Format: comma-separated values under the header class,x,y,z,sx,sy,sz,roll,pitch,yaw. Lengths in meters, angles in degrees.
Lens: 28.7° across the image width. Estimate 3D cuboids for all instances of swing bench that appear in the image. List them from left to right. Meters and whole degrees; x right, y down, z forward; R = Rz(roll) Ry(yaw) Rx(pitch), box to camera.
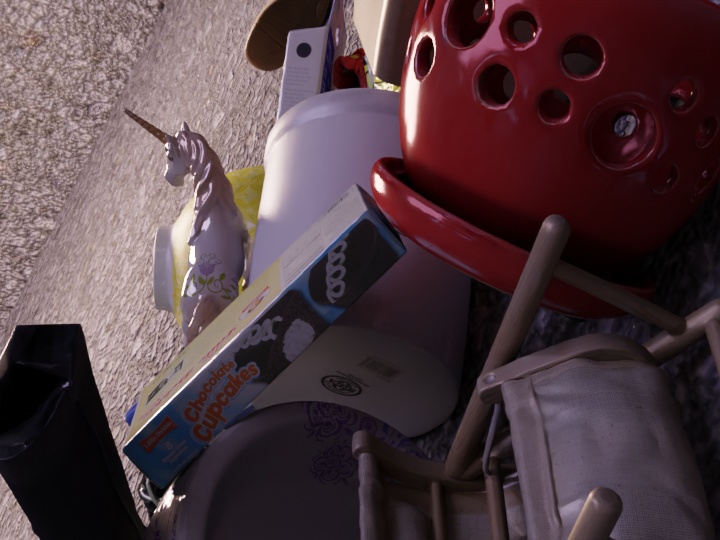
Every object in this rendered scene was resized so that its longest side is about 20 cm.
class,x,y,z,sx,sy,sz,roll,pitch,yaw
swing bench,0.095,0.121,0.691,0.200,0.129,0.200,-52,24,32

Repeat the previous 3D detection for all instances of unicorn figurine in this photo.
class,x,y,z,sx,sy,sz,roll,pitch,yaw
unicorn figurine,-0.110,-0.011,1.022,0.138,0.073,0.201,85,168,-46

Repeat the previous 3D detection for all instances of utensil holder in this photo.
class,x,y,z,sx,sy,sz,roll,pitch,yaw
utensil holder,0.000,0.000,1.017,0.170,0.169,0.201,-41,33,48

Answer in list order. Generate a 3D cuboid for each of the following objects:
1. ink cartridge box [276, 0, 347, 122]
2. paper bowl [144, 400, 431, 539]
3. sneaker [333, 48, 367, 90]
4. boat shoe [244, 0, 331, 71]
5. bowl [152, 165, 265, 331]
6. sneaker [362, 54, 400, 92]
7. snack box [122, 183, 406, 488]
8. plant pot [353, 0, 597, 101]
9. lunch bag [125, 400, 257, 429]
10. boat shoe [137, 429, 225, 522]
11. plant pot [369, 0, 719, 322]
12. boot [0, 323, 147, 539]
class,x,y,z,sx,sy,sz,roll,pitch,yaw
ink cartridge box,-0.049,-0.155,1.340,0.198,0.043,0.202,80,-161,-83
paper bowl,-0.033,0.188,0.830,0.104,0.200,0.202,-43,29,47
sneaker,0.019,-0.187,1.302,0.077,0.084,0.201,-19,50,61
boat shoe,-0.071,-0.333,1.732,0.200,0.071,0.065,-50,17,16
bowl,-0.139,-0.001,1.335,0.200,0.107,0.202,-179,90,-88
sneaker,0.047,-0.147,1.171,0.075,0.077,0.200,-40,19,-11
snack box,-0.059,0.035,0.852,0.200,0.037,0.116,-44,10,5
plant pot,0.093,-0.222,1.029,0.200,0.198,0.178,-105,33,-60
lunch bag,-0.095,0.091,1.164,0.160,0.083,0.200,-26,-10,-41
boat shoe,-0.130,0.159,1.054,0.064,0.071,0.200,-48,-14,-25
plant pot,0.111,-0.086,0.798,0.184,0.199,0.201,-66,19,14
boot,-0.156,0.151,0.766,0.166,0.065,0.201,-100,4,-46
